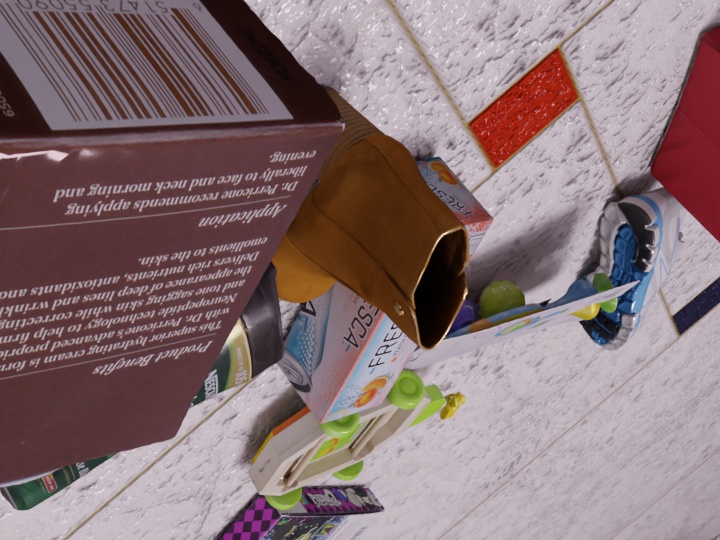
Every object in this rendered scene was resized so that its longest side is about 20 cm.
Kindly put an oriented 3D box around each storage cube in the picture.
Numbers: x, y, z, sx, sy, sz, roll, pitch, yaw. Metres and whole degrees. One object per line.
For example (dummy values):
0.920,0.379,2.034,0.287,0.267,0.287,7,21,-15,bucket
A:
0.375,-0.109,1.066,0.199,0.180,0.171,-28,151,-22,storage cube

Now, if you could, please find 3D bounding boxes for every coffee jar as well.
-0.139,0.052,0.778,0.199,0.085,0.104,-30,152,-17,coffee jar

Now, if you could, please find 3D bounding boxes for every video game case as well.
-0.092,0.284,1.247,0.200,0.036,0.181,-48,152,18,video game case

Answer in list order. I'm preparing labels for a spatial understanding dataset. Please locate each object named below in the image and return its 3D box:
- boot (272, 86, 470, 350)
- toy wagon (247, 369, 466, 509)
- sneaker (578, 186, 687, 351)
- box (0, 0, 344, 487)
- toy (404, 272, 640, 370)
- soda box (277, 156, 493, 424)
0.001,-0.001,0.805,0.071,0.144,0.202,-24,150,-25,boot
0.001,0.134,1.110,0.199,0.040,0.155,-19,158,-34,toy wagon
0.258,-0.003,1.207,0.086,0.075,0.200,-30,153,-28,sneaker
-0.146,-0.036,0.546,0.165,0.164,0.200,-9,141,-45,box
0.121,0.034,1.100,0.199,0.047,0.115,-12,166,-19,toy
0.013,0.016,0.928,0.063,0.068,0.200,-11,142,-42,soda box
